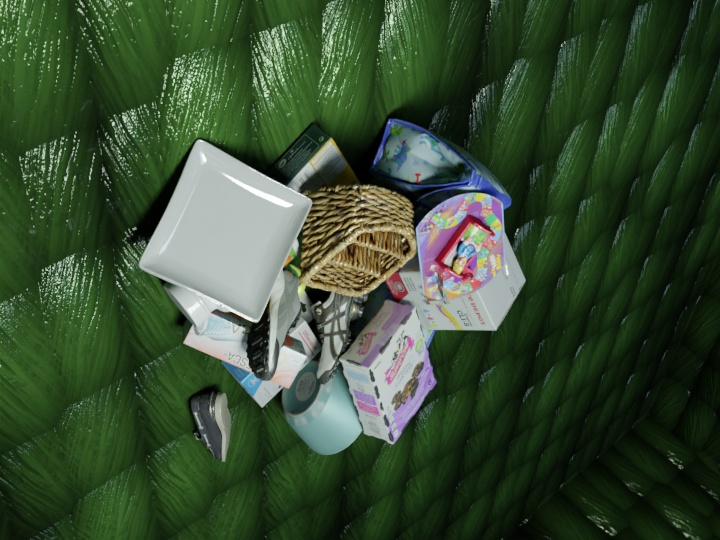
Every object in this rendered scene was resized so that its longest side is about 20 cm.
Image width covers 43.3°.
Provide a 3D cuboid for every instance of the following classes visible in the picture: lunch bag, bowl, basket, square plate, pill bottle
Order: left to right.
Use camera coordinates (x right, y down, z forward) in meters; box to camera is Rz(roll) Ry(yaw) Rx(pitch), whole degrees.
[{"bbox_3d":[-0.193,-0.055,1.314,0.197,0.028,0.202,27,84,-23],"label":"square plate"},{"bbox_3d":[-0.199,-0.009,1.392,0.200,0.111,0.112,-41,147,-15],"label":"pill bottle"},{"bbox_3d":[-0.079,0.244,1.760,0.105,0.201,0.202,30,99,-38],"label":"bowl"},{"bbox_3d":[0.008,-0.043,1.435,0.199,0.141,0.151,19,69,-59],"label":"basket"},{"bbox_3d":[0.079,0.073,1.811,0.169,0.127,0.202,11,111,-54],"label":"lunch bag"},{"bbox_3d":[0.144,-0.162,1.553,0.169,0.198,0.129,18,92,-57],"label":"lunch bag"}]

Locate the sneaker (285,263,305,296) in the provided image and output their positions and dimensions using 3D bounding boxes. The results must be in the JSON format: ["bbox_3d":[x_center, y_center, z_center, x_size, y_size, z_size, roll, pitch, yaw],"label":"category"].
[{"bbox_3d":[-0.184,0.057,1.538,0.200,0.074,0.084,-44,119,-1],"label":"sneaker"}]

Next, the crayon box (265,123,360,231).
[{"bbox_3d":[-0.070,-0.130,1.486,0.126,0.051,0.200,-47,148,-6],"label":"crayon box"}]

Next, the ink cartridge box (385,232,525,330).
[{"bbox_3d":[0.174,0.011,1.673,0.145,0.198,0.146,-53,125,-37],"label":"ink cartridge box"}]

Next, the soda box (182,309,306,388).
[{"bbox_3d":[-0.189,0.117,1.483,0.198,0.064,0.069,26,103,-21],"label":"soda box"}]

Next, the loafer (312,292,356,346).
[{"bbox_3d":[-0.025,0.078,1.732,0.072,0.071,0.202,-3,127,-44],"label":"loafer"}]

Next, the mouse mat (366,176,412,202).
[{"bbox_3d":[0.007,-0.078,1.679,0.201,0.008,0.161,-53,148,3],"label":"mouse mat"}]

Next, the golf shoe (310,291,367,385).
[{"bbox_3d":[-0.055,0.105,1.649,0.078,0.093,0.202,115,-5,-77],"label":"golf shoe"}]

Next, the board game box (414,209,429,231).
[{"bbox_3d":[0.059,-0.058,1.605,0.135,0.198,0.035,16,67,-54],"label":"board game box"}]

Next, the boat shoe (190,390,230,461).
[{"bbox_3d":[-0.275,0.286,1.675,0.062,0.073,0.201,4,141,0],"label":"boat shoe"}]

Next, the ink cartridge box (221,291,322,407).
[{"bbox_3d":[-0.145,0.139,1.656,0.200,0.067,0.116,-44,148,-11],"label":"ink cartridge box"}]

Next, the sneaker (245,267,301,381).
[{"bbox_3d":[-0.130,0.081,1.439,0.079,0.202,0.074,24,145,-28],"label":"sneaker"}]

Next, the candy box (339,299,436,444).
[{"bbox_3d":[0.054,0.187,1.677,0.168,0.071,0.202,-49,137,-35],"label":"candy box"}]

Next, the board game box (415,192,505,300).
[{"bbox_3d":[0.174,-0.028,1.481,0.156,0.039,0.202,-18,127,-13],"label":"board game box"}]
